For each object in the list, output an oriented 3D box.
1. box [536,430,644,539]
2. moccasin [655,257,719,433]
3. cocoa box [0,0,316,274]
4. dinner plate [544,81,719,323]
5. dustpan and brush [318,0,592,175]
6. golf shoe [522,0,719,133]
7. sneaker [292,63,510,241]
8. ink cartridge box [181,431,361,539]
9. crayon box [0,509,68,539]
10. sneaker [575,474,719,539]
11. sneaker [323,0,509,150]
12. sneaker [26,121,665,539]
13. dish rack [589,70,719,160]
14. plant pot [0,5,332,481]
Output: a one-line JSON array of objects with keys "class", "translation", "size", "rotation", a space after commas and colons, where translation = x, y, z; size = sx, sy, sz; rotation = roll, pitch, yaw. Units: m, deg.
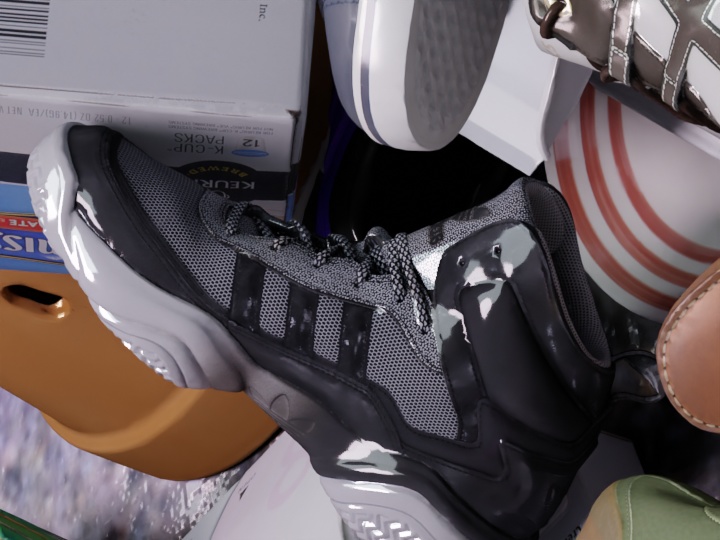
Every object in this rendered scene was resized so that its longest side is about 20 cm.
[{"class": "box", "translation": [0.056, 0.171, 0.905], "size": [0.156, 0.041, 0.200], "rotation": [-50, 40, 30]}, {"class": "moccasin", "translation": [0.161, 0.013, 0.781], "size": [0.201, 0.078, 0.074], "rotation": [-8, 110, 41]}, {"class": "cocoa box", "translation": [-0.081, -0.112, 0.991], "size": [0.131, 0.133, 0.201], "rotation": [101, 172, -64]}, {"class": "dinner plate", "translation": [0.131, -0.077, 0.923], "size": [0.200, 0.024, 0.201], "rotation": [-27, 55, 47]}, {"class": "dustpan and brush", "translation": [0.051, -0.147, 0.917], "size": [0.139, 0.057, 0.201], "rotation": [35, 97, 52]}, {"class": "golf shoe", "translation": [0.097, -0.062, 0.777], "size": [0.094, 0.078, 0.201], "rotation": [-32, 54, 25]}, {"class": "sneaker", "translation": [0.025, -0.073, 1.008], "size": [0.099, 0.069, 0.201], "rotation": [173, 103, -72]}, {"class": "ink cartridge box", "translation": [-0.041, 0.136, 0.968], "size": [0.163, 0.057, 0.200], "rotation": [-47, 10, 37]}, {"class": "crayon box", "translation": [-0.133, 0.157, 1.071], "size": [0.200, 0.058, 0.119], "rotation": [171, 123, -82]}, {"class": "sneaker", "translation": [0.145, 0.094, 0.797], "size": [0.200, 0.067, 0.090], "rotation": [44, 111, 46]}, {"class": "sneaker", "translation": [0.005, -0.130, 0.838], "size": [0.079, 0.078, 0.201], "rotation": [3, 71, 21]}, {"class": "sneaker", "translation": [0.000, 0.000, 0.885], "size": [0.114, 0.200, 0.076], "rotation": [-48, 3, 19]}, {"class": "dish rack", "translation": [0.132, -0.116, 0.883], "size": [0.200, 0.043, 0.172], "rotation": [37, 107, 54]}, {"class": "plant pot", "translation": [-0.105, -0.031, 1.127], "size": [0.200, 0.140, 0.201], "rotation": [-26, 55, 45]}]
